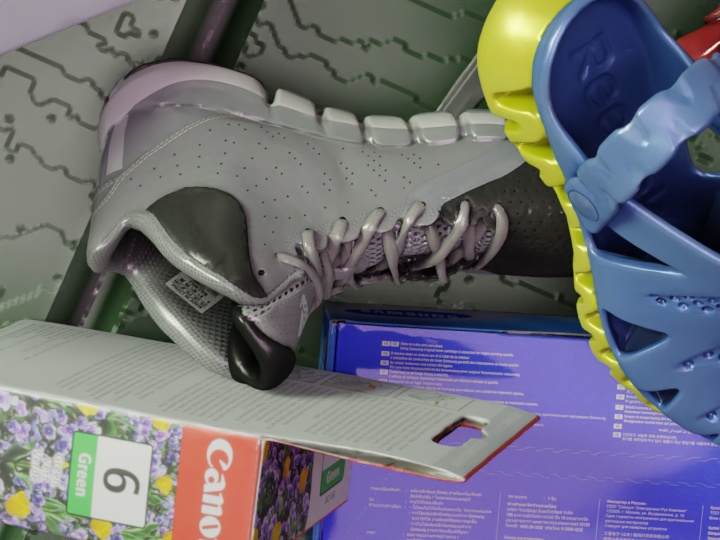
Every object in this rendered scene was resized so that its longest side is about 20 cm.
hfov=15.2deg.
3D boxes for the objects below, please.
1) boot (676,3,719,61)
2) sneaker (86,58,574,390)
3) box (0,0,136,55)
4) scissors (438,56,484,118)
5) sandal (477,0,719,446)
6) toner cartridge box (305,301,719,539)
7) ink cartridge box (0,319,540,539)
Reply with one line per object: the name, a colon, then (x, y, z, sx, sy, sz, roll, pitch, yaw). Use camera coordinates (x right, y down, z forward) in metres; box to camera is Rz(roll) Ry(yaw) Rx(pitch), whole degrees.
boot: (0.173, -0.119, 0.911, 0.144, 0.073, 0.200, -15, 136, 2)
sneaker: (0.000, 0.000, 0.928, 0.199, 0.116, 0.075, 9, 138, 1)
box: (-0.182, -0.153, 0.857, 0.176, 0.097, 0.200, -29, 108, -38)
scissors: (0.074, -0.112, 0.916, 0.200, 0.014, 0.073, -30, 105, 35)
sandal: (0.110, -0.010, 0.894, 0.079, 0.087, 0.200, -43, 122, -12)
toner cartridge box: (0.083, 0.066, 0.988, 0.199, 0.043, 0.095, 4, 98, -5)
ink cartridge box: (-0.050, 0.062, 0.912, 0.200, 0.109, 0.050, 10, 101, 16)
